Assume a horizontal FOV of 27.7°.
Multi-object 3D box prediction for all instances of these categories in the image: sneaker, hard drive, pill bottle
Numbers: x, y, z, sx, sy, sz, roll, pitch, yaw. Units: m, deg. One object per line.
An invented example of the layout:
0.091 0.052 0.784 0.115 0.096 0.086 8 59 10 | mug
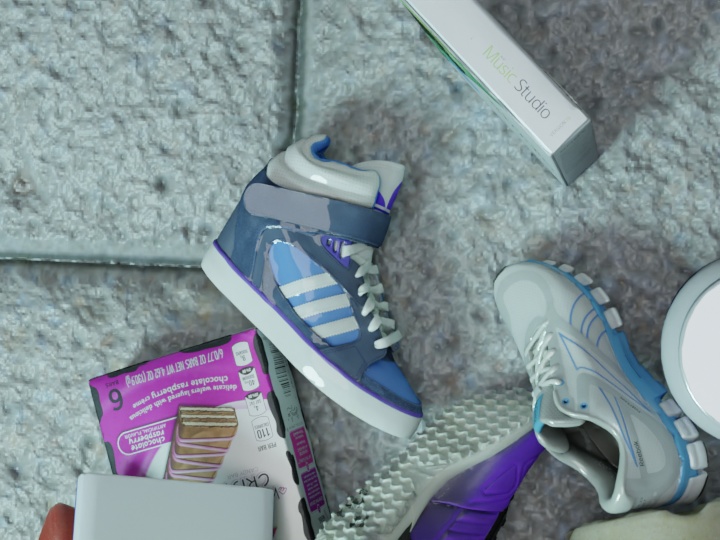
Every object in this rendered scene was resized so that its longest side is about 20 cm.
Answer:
0.136 0.072 0.943 0.201 0.086 0.075 54 139 31 | sneaker
0.000 0.000 1.005 0.200 0.081 0.147 41 97 9 | sneaker
0.064 0.165 0.985 0.199 0.069 0.100 -36 116 -18 | sneaker
-0.122 0.237 0.932 0.130 0.025 0.203 8 69 -20 | hard drive
0.241 0.046 0.890 0.114 0.200 0.118 0 89 12 | pill bottle

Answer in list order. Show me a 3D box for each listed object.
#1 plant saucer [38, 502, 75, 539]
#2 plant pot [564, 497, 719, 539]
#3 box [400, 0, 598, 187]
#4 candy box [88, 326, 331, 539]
-0.154 0.282 1.006 0.197 0.037 0.202 23 113 -3 | plant saucer
0.207 0.243 0.915 0.198 0.200 0.186 -13 76 12 | plant pot
0.089 -0.123 0.925 0.036 0.200 0.145 -43 81 5 | box
-0.100 0.154 1.035 0.135 0.061 0.203 -17 87 14 | candy box
